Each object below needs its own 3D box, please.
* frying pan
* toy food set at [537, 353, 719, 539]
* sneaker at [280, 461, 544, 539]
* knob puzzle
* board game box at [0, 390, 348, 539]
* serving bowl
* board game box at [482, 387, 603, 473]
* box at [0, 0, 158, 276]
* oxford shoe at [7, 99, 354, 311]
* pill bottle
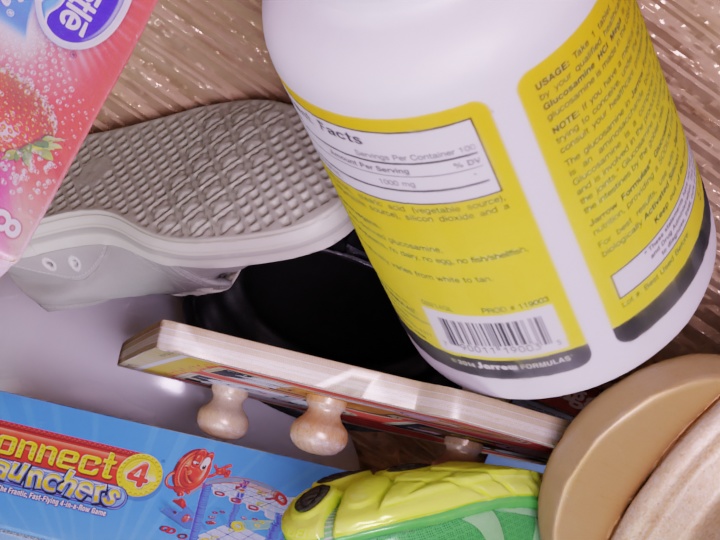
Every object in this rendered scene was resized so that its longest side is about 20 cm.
[{"bbox_3d":[-0.016,-0.002,1.049,0.115,0.031,0.190,9,142,14],"label":"frying pan"},{"bbox_3d":[0.153,0.090,0.972,0.049,0.200,0.198,48,156,41],"label":"toy food set"},{"bbox_3d":[0.044,0.114,0.966,0.074,0.084,0.200,-7,162,31],"label":"sneaker"},{"bbox_3d":[0.014,0.059,0.995,0.219,0.031,0.220,13,174,1],"label":"knob puzzle"},{"bbox_3d":[-0.070,0.129,1.096,0.196,0.056,0.200,12,153,12],"label":"board game box"},{"bbox_3d":[-0.104,0.087,1.188,0.200,0.066,0.200,16,145,12],"label":"serving bowl"},{"bbox_3d":[0.145,0.105,1.111,0.200,0.019,0.103,22,143,2],"label":"board game box"},{"bbox_3d":[-0.125,-0.081,0.864,0.095,0.200,0.103,34,143,-14],"label":"box"},{"bbox_3d":[-0.065,-0.018,1.023,0.200,0.075,0.058,-5,132,43],"label":"oxford shoe"},{"bbox_3d":[0.036,-0.061,0.874,0.112,0.113,0.200,2,139,27],"label":"pill bottle"}]
